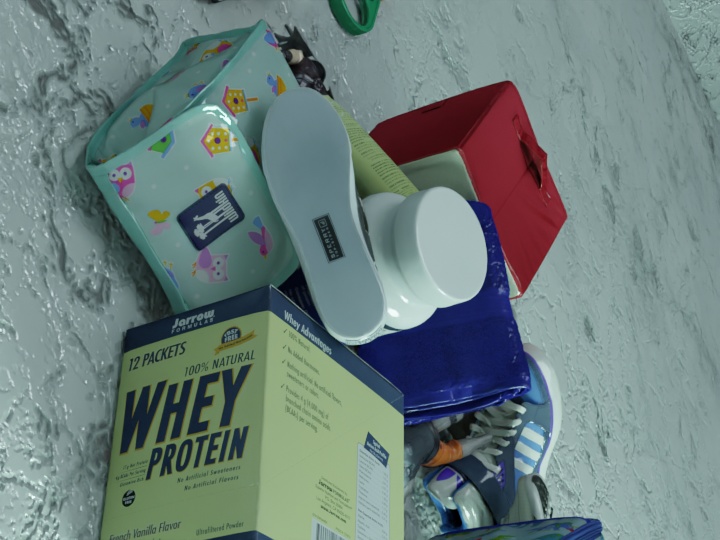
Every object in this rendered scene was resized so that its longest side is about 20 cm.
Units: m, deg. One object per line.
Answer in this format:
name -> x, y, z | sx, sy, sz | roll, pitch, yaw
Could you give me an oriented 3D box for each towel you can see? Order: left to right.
towel -> 0.066, 0.038, 1.163 | 0.050, 0.147, 0.201 | 76, 4, -62

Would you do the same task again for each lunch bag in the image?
lunch bag -> -0.115, -0.072, 1.007 | 0.171, 0.121, 0.200 | 62, 40, -29
lunch bag -> 0.122, 0.280, 1.171 | 0.160, 0.199, 0.083 | -3, 79, -55

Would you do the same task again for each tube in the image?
tube -> 0.012, -0.083, 1.151 | 0.200, 0.052, 0.058 | 52, -16, 11

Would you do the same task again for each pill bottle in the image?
pill bottle -> 0.000, 0.000, 1.077 | 0.115, 0.199, 0.117 | 21, 62, -46

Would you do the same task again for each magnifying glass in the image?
magnifying glass -> 0.009, -0.328, 1.518 | 0.200, 0.022, 0.080 | -41, 112, -60

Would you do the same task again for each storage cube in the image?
storage cube -> 0.089, -0.069, 1.326 | 0.172, 0.199, 0.180 | 65, 33, -18

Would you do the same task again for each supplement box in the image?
supplement box -> -0.071, 0.155, 0.937 | 0.200, 0.134, 0.201 | 43, 39, -47

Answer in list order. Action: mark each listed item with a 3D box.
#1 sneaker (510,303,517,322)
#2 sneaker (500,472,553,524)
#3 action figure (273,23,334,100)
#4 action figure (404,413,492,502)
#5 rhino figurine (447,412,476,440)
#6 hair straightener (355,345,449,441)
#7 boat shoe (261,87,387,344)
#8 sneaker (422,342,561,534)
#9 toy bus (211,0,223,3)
sneaker -> 0.051, 0.039, 1.245 | 0.082, 0.199, 0.074 | 101, 15, -59
sneaker -> 0.149, 0.293, 1.289 | 0.075, 0.080, 0.201 | -56, 153, -64
action figure -> -0.070, -0.150, 1.205 | 0.130, 0.069, 0.201 | 52, 29, -25
action figure -> 0.033, 0.130, 1.185 | 0.193, 0.104, 0.201 | -31, 99, -50
rhino figurine -> 0.099, 0.121, 1.386 | 0.200, 0.059, 0.088 | 57, 28, -28
hair straightener -> 0.032, 0.111, 1.276 | 0.200, 0.041, 0.077 | 55, 31, -34
boat shoe -> -0.024, -0.038, 0.971 | 0.066, 0.070, 0.201 | 88, -18, -78
sneaker -> 0.130, 0.185, 1.317 | 0.146, 0.080, 0.201 | -15, 117, -42
toy bus -> -0.089, -0.306, 1.238 | 0.200, 0.078, 0.065 | -32, 103, -64
